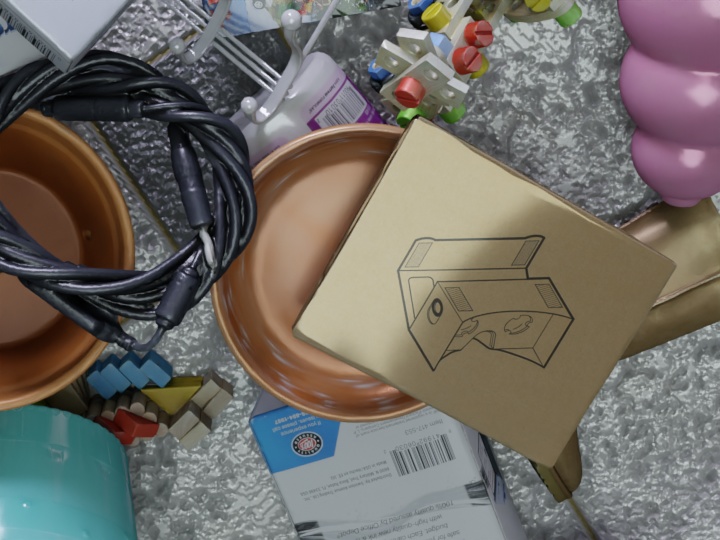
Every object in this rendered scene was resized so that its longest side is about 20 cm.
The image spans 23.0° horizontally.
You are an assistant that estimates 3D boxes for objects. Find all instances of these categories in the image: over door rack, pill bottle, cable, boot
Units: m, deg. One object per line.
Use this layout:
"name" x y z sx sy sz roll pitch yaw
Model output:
"over door rack" -0.065 -0.217 1.131 0.148 0.067 0.200 41 103 18
"pill bottle" -0.004 -0.043 1.230 0.112 0.112 0.200 -39 104 8
"cable" -0.165 -0.058 1.103 0.200 0.051 0.164 37 89 2
"boot" 0.195 0.058 1.294 0.199 0.066 0.176 -25 106 3

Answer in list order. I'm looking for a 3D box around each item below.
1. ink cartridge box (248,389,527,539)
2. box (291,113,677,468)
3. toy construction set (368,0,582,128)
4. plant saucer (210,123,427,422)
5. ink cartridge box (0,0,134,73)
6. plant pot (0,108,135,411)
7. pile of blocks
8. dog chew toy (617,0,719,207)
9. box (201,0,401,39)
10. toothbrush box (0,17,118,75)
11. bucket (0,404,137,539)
"ink cartridge box" 0.026 0.159 1.293 0.146 0.086 0.201 -18 108 13
"box" 0.080 0.017 1.146 0.199 0.021 0.164 28 100 -12
"toy construction set" 0.075 -0.158 1.177 0.200 0.131 0.092 -46 116 -34
"plant saucer" 0.000 0.000 1.165 0.199 0.037 0.202 -1 105 -4
"ink cartridge box" -0.186 -0.258 1.071 0.196 0.043 0.200 43 73 -8
"plant pot" -0.252 -0.008 1.195 0.199 0.140 0.202 0 89 -8
"pile of blocks" -0.193 0.099 1.286 0.199 0.062 0.083 -9 106 -1
"dog chew toy" 0.233 -0.141 1.214 0.124 0.125 0.201 2 113 -3
"box" -0.055 -0.269 1.201 0.136 0.038 0.201 -10 106 0
"toothbrush box" -0.266 -0.222 1.131 0.146 0.085 0.201 -27 109 -27
"bucket" -0.249 0.194 1.233 0.206 0.135 0.208 -3 144 -2
